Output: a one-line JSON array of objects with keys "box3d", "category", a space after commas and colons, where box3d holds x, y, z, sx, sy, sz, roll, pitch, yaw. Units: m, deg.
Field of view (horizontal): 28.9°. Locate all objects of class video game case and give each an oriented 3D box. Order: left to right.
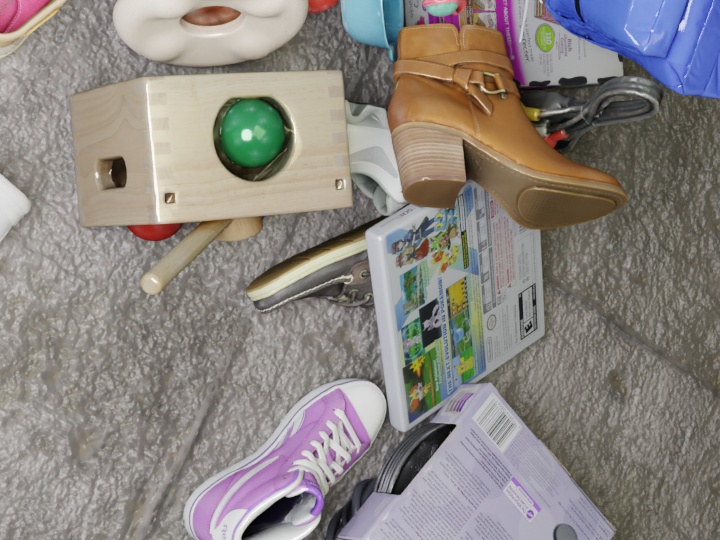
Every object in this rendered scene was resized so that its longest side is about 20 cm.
[{"box3d": [0.086, 0.014, 1.183, 0.182, 0.022, 0.201, -31, 130, -31], "category": "video game case"}]

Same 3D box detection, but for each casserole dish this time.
[{"box3d": [0.007, -0.269, 1.131, 0.039, 0.121, 0.201, -2, 103, 11], "category": "casserole dish"}]

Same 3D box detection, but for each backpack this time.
[{"box3d": [0.238, -0.249, 1.136, 0.167, 0.200, 0.163, 7, 114, -34], "category": "backpack"}]

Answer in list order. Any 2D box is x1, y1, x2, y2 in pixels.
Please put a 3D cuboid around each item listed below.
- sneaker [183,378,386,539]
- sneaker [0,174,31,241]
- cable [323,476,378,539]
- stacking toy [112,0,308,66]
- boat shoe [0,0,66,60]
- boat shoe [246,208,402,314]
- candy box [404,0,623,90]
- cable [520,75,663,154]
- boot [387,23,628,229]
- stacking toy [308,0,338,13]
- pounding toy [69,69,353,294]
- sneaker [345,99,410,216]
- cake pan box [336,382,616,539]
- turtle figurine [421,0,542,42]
[{"box3d": [-0.035, 0.161, 1.111, 0.200, 0.114, 0.073, -40, 108, -25], "category": "sneaker"}, {"box3d": [-0.326, -0.078, 0.961, 0.200, 0.075, 0.089, 44, 82, -25], "category": "sneaker"}, {"box3d": [0.025, 0.274, 1.185, 0.163, 0.051, 0.200, 40, 72, -25], "category": "cable"}, {"box3d": [-0.121, -0.268, 1.065, 0.146, 0.146, 0.201, 3, 70, -31], "category": "stacking toy"}, {"box3d": [-0.220, -0.236, 1.017, 0.074, 0.069, 0.200, 37, 73, -26], "category": "boat shoe"}, {"box3d": [0.000, 0.000, 1.151, 0.200, 0.073, 0.065, -24, 98, -28], "category": "boat shoe"}, {"box3d": [0.136, -0.227, 1.235, 0.199, 0.061, 0.137, -6, 94, -30], "category": "candy box"}, {"box3d": [0.180, -0.122, 1.186, 0.097, 0.200, 0.050, 38, 72, -34], "category": "cable"}, {"box3d": [0.117, -0.118, 1.127, 0.199, 0.077, 0.156, 4, 61, -12], "category": "boot"}, {"box3d": [-0.048, -0.308, 1.119, 0.085, 0.085, 0.201, -18, 106, -29], "category": "stacking toy"}, {"box3d": [-0.112, -0.066, 1.009, 0.184, 0.200, 0.143, -7, 95, -30], "category": "pounding toy"}, {"box3d": [0.046, -0.087, 1.183, 0.199, 0.074, 0.089, 8, 91, -23], "category": "sneaker"}, {"box3d": [0.100, 0.222, 1.181, 0.200, 0.052, 0.184, 49, 63, -17], "category": "cake pan box"}, {"box3d": [0.069, -0.276, 1.093, 0.150, 0.100, 0.201, -4, 87, -55], "category": "turtle figurine"}]
